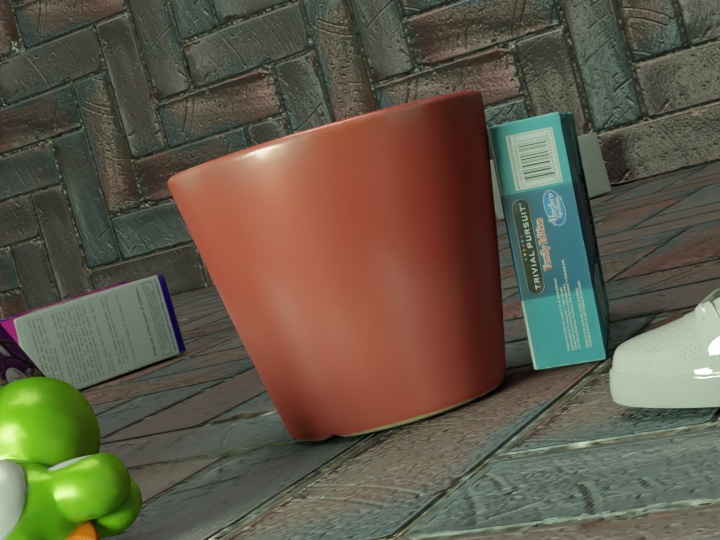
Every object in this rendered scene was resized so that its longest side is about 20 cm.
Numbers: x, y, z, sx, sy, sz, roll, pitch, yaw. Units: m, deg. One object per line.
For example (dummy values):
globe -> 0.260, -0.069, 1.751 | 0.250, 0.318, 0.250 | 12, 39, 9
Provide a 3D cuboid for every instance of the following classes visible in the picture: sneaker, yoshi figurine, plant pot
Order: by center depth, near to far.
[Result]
sneaker -> 0.195, -0.005, 0.599 | 0.200, 0.116, 0.074 | -15, 5, 33
yoshi figurine -> -0.206, 0.108, 0.647 | 0.199, 0.112, 0.112 | -12, -3, 0
plant pot -> 0.000, 0.000, 0.827 | 0.200, 0.178, 0.200 | -16, 4, 1

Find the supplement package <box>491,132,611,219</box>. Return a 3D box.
supplement package -> 0.349, -0.176, 2.505 | 0.117, 0.118, 0.200 | -17, 3, -37

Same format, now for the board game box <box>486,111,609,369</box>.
board game box -> 0.130, -0.028, 0.894 | 0.047, 0.151, 0.200 | -10, 4, 12

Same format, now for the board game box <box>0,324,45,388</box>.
board game box -> -0.245, 0.081, 0.811 | 0.032, 0.120, 0.200 | -40, 11, 11

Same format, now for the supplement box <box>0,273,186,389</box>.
supplement box -> -0.322, 0.081, 1.553 | 0.200, 0.104, 0.101 | -21, 7, -40
